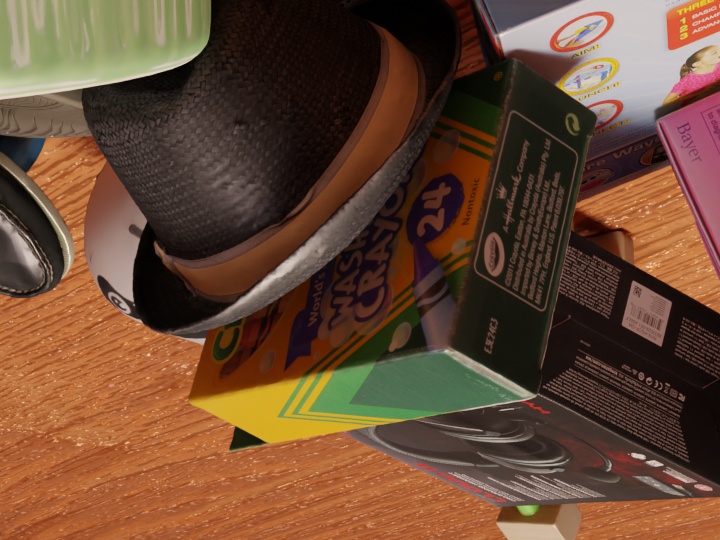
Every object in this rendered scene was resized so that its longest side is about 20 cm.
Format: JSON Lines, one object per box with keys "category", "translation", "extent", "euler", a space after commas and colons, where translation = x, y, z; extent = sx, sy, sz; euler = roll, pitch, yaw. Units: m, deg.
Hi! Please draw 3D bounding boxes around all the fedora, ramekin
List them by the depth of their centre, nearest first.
{"category": "ramekin", "translation": [-0.145, -0.115, 0.682], "extent": [0.199, 0.098, 0.200], "euler": [-5, -168, 1]}
{"category": "fedora", "translation": [-0.052, -0.069, 0.787], "extent": [0.200, 0.201, 0.092], "euler": [-20, 124, 44]}

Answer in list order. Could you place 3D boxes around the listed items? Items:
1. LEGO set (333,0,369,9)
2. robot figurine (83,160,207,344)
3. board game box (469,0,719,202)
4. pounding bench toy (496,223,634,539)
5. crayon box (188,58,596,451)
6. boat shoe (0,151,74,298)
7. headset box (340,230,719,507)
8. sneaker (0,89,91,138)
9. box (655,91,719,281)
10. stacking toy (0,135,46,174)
{"category": "LEGO set", "translation": [0.000, -0.044, 0.979], "extent": [0.116, 0.154, 0.200], "euler": [-31, 167, 6]}
{"category": "robot figurine", "translation": [-0.062, -0.011, 1.114], "extent": [0.199, 0.125, 0.150], "euler": [19, 155, -36]}
{"category": "board game box", "translation": [0.149, -0.116, 0.831], "extent": [0.199, 0.056, 0.196], "euler": [-22, 158, 2]}
{"category": "pounding bench toy", "translation": [0.081, 0.062, 1.209], "extent": [0.124, 0.201, 0.156], "euler": [-14, 157, 35]}
{"category": "crayon box", "translation": [0.000, 0.000, 0.809], "extent": [0.051, 0.126, 0.200], "euler": [29, 153, -31]}
{"category": "boat shoe", "translation": [-0.211, -0.037, 0.857], "extent": [0.074, 0.066, 0.199], "euler": [-26, 126, 27]}
{"category": "headset box", "translation": [0.062, 0.047, 0.889], "extent": [0.148, 0.078, 0.200], "euler": [28, 158, -27]}
{"category": "sneaker", "translation": [-0.173, -0.126, 0.820], "extent": [0.199, 0.107, 0.075], "euler": [17, 162, -37]}
{"category": "box", "translation": [0.254, -0.042, 0.894], "extent": [0.199, 0.097, 0.176], "euler": [-25, 161, 8]}
{"category": "stacking toy", "translation": [-0.233, -0.121, 0.879], "extent": [0.109, 0.117, 0.200], "euler": [-12, 146, 23]}
